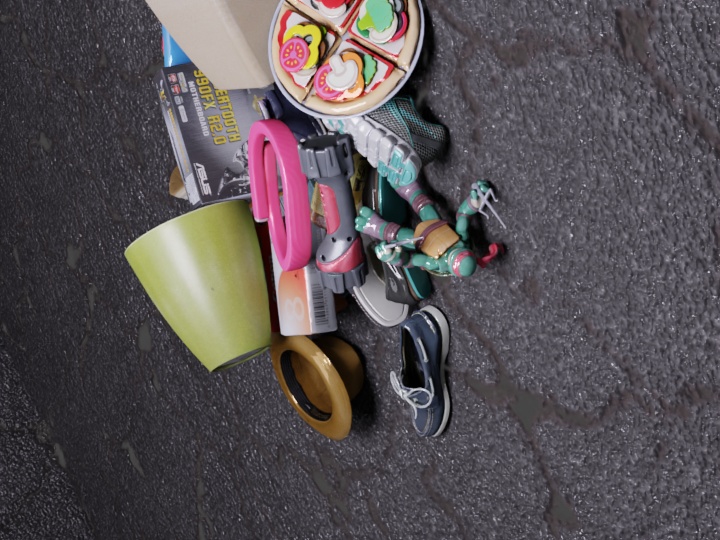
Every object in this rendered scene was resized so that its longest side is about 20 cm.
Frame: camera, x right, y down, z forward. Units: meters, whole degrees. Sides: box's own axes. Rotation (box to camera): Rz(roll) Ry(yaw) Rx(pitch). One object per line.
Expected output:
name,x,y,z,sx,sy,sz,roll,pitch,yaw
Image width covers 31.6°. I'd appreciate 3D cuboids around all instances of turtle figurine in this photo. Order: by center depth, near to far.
turtle figurine,0.083,-0.043,1.486,0.200,0.150,0.101,37,155,51

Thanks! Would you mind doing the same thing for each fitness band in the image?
fitness band,-0.104,-0.097,1.631,0.144,0.037,0.200,-137,38,-59

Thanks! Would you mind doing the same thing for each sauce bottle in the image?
sauce bottle,-0.016,-0.149,1.609,0.066,0.066,0.200,38,124,42

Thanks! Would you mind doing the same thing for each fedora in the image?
fedora,-0.052,0.152,1.863,0.201,0.082,0.201,41,149,32

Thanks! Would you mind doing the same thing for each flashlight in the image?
flashlight,-0.037,-0.071,1.564,0.068,0.068,0.200,22,136,43

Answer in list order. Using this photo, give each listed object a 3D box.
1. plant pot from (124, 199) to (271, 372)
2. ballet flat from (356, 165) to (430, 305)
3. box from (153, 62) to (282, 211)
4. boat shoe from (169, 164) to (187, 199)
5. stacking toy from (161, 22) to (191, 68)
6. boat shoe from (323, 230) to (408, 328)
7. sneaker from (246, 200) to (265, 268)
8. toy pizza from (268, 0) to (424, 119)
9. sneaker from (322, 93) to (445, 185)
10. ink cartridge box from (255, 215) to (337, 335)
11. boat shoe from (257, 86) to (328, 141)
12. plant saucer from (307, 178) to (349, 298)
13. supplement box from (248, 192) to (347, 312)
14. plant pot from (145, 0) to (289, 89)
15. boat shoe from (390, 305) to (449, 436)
plant pot,-0.203,0.032,1.775,0.200,0.187,0.187,65,150,8
ballet flat,0.030,-0.048,1.614,0.068,0.068,0.200,-8,102,34
box,-0.185,-0.195,1.780,0.048,0.158,0.200,-25,80,63
boat shoe,-0.210,-0.161,1.950,0.200,0.069,0.074,-25,54,40
stacking toy,-0.256,-0.327,1.910,0.200,0.109,0.116,170,96,-71
boat shoe,0.000,0.000,1.700,0.200,0.074,0.060,59,149,24
sneaker,-0.173,-0.067,1.912,0.114,0.075,0.200,37,166,31
toy pizza,-0.022,-0.275,1.481,0.200,0.032,0.201,-4,81,23
sneaker,0.022,-0.185,1.526,0.200,0.091,0.078,45,153,22
ink cartridge box,-0.113,0.009,1.769,0.200,0.050,0.163,-7,90,52
boat shoe,-0.064,-0.161,1.683,0.200,0.093,0.075,64,150,9
plant saucer,-0.051,-0.062,1.802,0.200,0.019,0.070,62,149,11
supplement box,-0.094,-0.022,1.851,0.067,0.069,0.200,-38,73,57
plant pot,-0.134,-0.337,1.611,0.200,0.200,0.177,10,129,57
boat shoe,0.078,0.141,1.670,0.075,0.062,0.200,38,139,40
